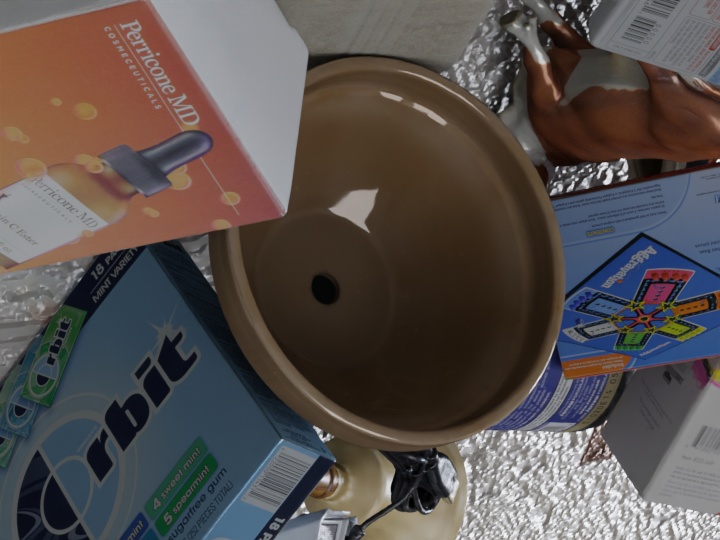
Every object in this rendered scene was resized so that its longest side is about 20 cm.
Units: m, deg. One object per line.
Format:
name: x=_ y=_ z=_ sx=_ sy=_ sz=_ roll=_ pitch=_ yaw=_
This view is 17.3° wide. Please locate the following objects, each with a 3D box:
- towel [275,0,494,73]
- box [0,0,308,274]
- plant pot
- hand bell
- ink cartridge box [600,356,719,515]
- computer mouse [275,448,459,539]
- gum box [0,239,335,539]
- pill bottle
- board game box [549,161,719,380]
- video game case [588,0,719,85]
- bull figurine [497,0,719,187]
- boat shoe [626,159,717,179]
towel: x=0.001 y=-0.139 z=1.173 sx=0.131 sy=0.035 sz=0.200 roll=-5 pitch=164 yaw=-14
box: x=-0.146 y=-0.091 z=1.081 sx=0.198 sy=0.107 sz=0.153 roll=-11 pitch=139 yaw=21
plant pot: x=0.000 y=0.000 z=1.227 sx=0.199 sy=0.203 sz=0.093 roll=-2 pitch=165 yaw=-32
hand bell: x=-0.025 y=0.117 z=1.344 sx=0.104 sy=0.104 sz=0.200 roll=-49 pitch=153 yaw=10
ink cartridge box: x=0.238 y=0.043 z=1.354 sx=0.116 sy=0.068 sz=0.201 roll=14 pitch=117 yaw=-29
computer mouse: x=-0.038 y=0.150 z=1.284 sx=0.199 sy=0.044 sz=0.110 roll=-36 pitch=156 yaw=1
gum box: x=-0.119 y=0.097 z=1.240 sx=0.044 sy=0.200 sz=0.170 roll=26 pitch=108 yaw=-42
pill bottle: x=0.056 y=0.036 z=1.369 sx=0.199 sy=0.112 sz=0.112 roll=4 pitch=121 yaw=-36
board game box: x=0.191 y=-0.005 z=1.285 sx=0.019 sy=0.199 sz=0.104 roll=-19 pitch=97 yaw=-59
video game case: x=0.233 y=-0.151 z=1.141 sx=0.181 sy=0.024 sz=0.200 roll=15 pitch=141 yaw=-17
bull figurine: x=0.132 y=-0.100 z=1.293 sx=0.065 sy=0.199 sz=0.122 roll=-53 pitch=125 yaw=-32
boat shoe: x=0.169 y=-0.119 z=1.353 sx=0.062 sy=0.071 sz=0.201 roll=-35 pitch=141 yaw=-10
